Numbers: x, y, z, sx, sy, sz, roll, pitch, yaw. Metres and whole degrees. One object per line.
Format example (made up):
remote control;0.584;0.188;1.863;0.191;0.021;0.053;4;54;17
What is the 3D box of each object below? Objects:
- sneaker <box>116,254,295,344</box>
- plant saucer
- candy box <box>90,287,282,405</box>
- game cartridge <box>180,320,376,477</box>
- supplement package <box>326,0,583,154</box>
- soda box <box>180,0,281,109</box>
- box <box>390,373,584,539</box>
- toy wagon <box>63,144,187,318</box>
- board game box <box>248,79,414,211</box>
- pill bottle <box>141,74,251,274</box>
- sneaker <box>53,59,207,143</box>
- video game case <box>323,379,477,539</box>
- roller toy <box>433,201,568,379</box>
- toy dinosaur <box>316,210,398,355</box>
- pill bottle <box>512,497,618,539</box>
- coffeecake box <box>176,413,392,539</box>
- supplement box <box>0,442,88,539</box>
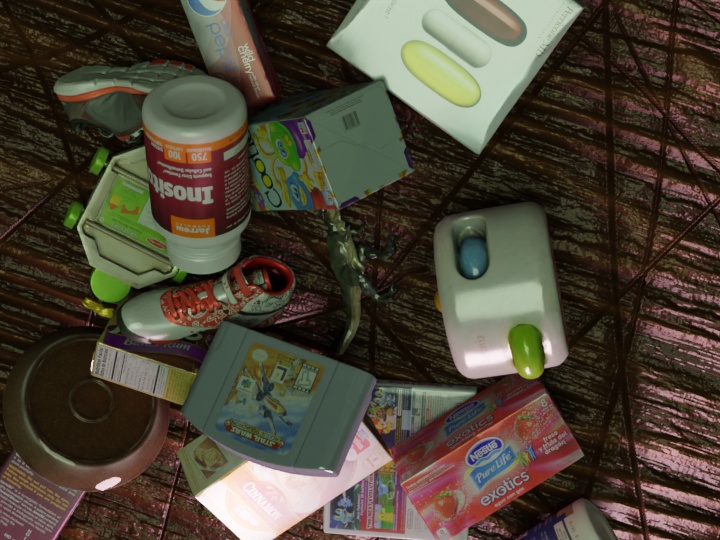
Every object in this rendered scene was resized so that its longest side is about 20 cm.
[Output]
sneaker;-0.171;0.028;1.621;0.199;0.068;0.108;-1;149;-30
plant saucer;-0.317;0.156;1.679;0.199;0.201;0.034;36;150;-5
candy box;-0.201;0.099;1.672;0.198;0.117;0.057;19;125;0
game cartridge;-0.094;0.145;1.558;0.198;0.042;0.134;17;70;23
supplement package;0.102;-0.267;1.526;0.199;0.147;0.192;34;106;-4
soda box;-0.153;-0.278;1.588;0.063;0.070;0.202;-19;103;9
box;0.144;0.210;1.662;0.199;0.103;0.095;-32;108;4
toy wagon;-0.263;-0.043;1.652;0.154;0.040;0.202;27;93;-17
board game box;-0.048;-0.131;1.542;0.104;0.199;0.104;-28;105;-26
pill bottle;-0.175;-0.099;1.554;0.111;0.114;0.202;4;130;4
sneaker;-0.250;-0.187;1.621;0.198;0.077;0.083;5;121;25
video game case;0.047;0.231;1.739;0.180;0.023;0.203;4;107;4
roller toy;0.150;0.023;1.587;0.138;0.200;0.185;-9;94;9
toy dinosaur;0.000;0.000;1.666;0.087;0.047;0.203;-2;107;21
pill bottle;0.215;0.369;1.715;0.199;0.111;0.111;-35;100;14
coffeecake box;-0.084;0.212;1.639;0.199;0.073;0.154;-34;138;2
supplement box;-0.403;0.282;1.743;0.103;0.131;0.201;33;107;-5
